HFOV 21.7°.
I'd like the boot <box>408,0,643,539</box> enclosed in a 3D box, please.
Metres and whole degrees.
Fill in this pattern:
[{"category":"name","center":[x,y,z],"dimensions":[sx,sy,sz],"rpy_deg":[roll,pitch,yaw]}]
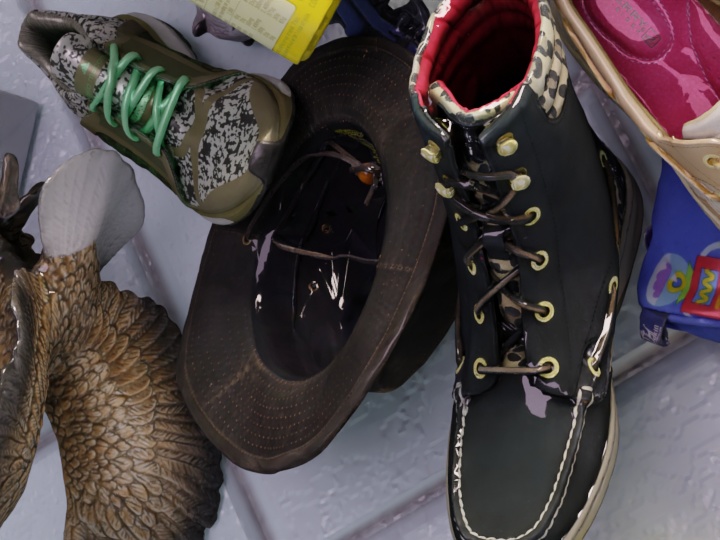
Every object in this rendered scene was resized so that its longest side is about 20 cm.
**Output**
[{"category":"boot","center":[0.055,0.001,0.737],"dimensions":[0.073,0.154,0.205],"rpy_deg":[0,57,25]}]

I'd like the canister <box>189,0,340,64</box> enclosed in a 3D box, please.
[{"category":"canister","center":[-0.076,-0.197,0.799],"dimensions":[0.199,0.087,0.149],"rpy_deg":[30,101,-5]}]

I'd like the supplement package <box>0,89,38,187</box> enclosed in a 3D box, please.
[{"category":"supplement package","center":[-0.272,-0.011,0.961],"dimensions":[0.110,0.155,0.202],"rpy_deg":[13,89,27]}]

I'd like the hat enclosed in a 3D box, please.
[{"category":"hat","center":[0.000,0.000,0.855],"dimensions":[0.200,0.080,0.203],"rpy_deg":[-27,54,43]}]

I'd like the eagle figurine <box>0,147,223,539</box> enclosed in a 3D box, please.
[{"category":"eagle figurine","center":[-0.151,0.057,0.893],"dimensions":[0.150,0.151,0.201],"rpy_deg":[-19,65,-14]}]

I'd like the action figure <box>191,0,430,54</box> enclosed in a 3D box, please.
[{"category":"action figure","center":[-0.010,-0.179,0.898],"dimensions":[0.200,0.104,0.194],"rpy_deg":[44,111,10]}]

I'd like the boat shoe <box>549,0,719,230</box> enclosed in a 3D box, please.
[{"category":"boat shoe","center":[0.143,-0.059,0.718],"dimensions":[0.200,0.069,0.074],"rpy_deg":[42,99,18]}]

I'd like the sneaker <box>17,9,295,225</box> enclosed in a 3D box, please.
[{"category":"sneaker","center":[-0.106,-0.080,0.892],"dimensions":[0.199,0.088,0.078],"rpy_deg":[30,100,50]}]

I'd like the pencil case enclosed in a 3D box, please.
[{"category":"pencil case","center":[0.165,-0.064,0.791],"dimensions":[0.086,0.078,0.203],"rpy_deg":[6,86,42]}]
